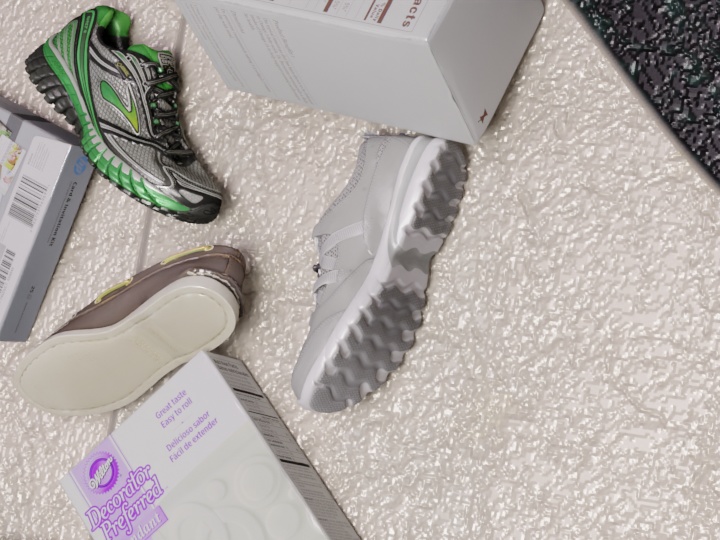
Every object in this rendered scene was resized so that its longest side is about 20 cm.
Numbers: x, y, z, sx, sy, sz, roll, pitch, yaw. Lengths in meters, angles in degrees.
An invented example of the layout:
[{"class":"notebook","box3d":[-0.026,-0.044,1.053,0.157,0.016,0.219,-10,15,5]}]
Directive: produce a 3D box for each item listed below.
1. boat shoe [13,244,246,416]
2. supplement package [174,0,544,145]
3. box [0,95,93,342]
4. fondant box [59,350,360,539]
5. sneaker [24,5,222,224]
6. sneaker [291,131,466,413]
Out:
[{"class":"boat shoe","box3d":[-0.159,0.041,1.590,0.200,0.072,0.060,-28,28,33]},{"class":"supplement package","box3d":[-0.001,-0.177,1.503,0.200,0.117,0.117,15,65,28]},{"class":"box","box3d":[-0.300,-0.058,1.683,0.200,0.041,0.156,27,100,27]},{"class":"fondant box","box3d":[-0.093,0.176,1.534,0.144,0.058,0.200,-42,64,14]},{"class":"sneaker","box3d":[-0.157,-0.111,1.608,0.085,0.078,0.200,-45,64,12]},{"class":"sneaker","box3d":[0.000,0.000,1.519,0.082,0.075,0.200,18,78,34]}]
